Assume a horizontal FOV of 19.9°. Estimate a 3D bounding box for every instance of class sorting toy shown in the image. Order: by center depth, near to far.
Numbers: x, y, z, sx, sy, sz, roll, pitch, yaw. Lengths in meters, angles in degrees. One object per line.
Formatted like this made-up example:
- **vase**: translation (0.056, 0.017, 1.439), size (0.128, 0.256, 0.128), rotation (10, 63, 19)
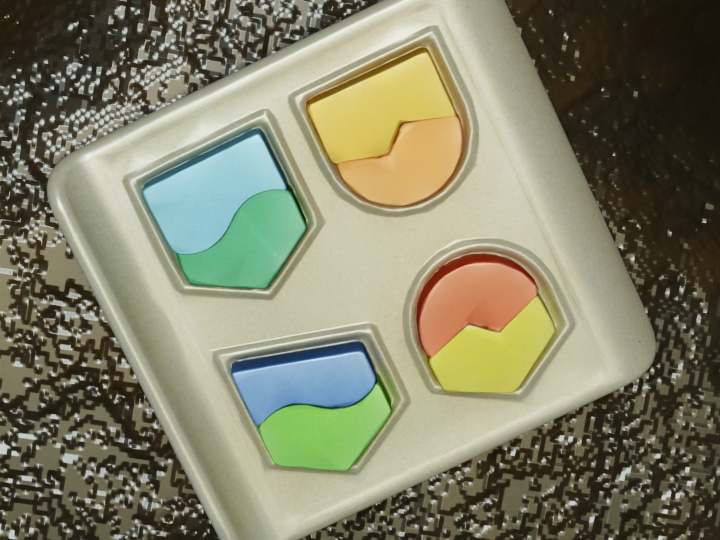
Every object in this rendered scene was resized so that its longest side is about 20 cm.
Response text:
- **sorting toy**: translation (0.000, 0.000, 0.824), size (0.199, 0.036, 0.186), rotation (-26, 101, -1)
